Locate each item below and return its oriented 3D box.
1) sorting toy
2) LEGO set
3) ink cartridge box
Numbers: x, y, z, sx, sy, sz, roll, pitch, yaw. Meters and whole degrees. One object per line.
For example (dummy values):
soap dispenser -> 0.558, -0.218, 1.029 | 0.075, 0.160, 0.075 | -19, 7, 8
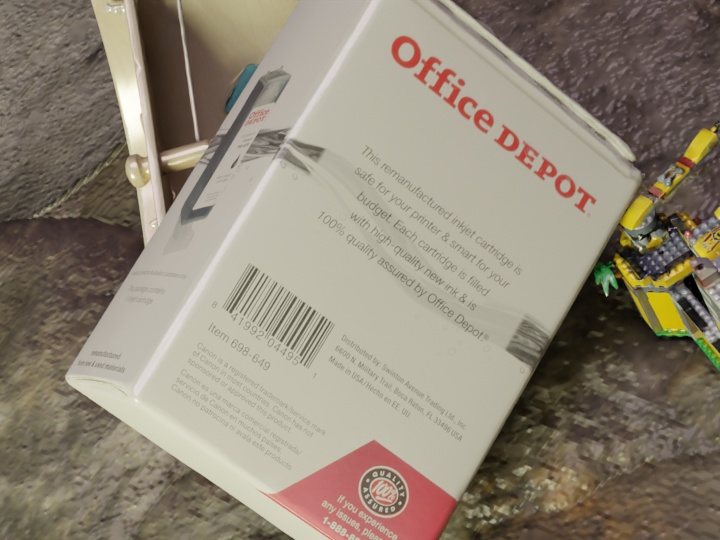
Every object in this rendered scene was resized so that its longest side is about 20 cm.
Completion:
sorting toy -> -0.015, -0.041, 1.059 | 0.180, 0.107, 0.200 | -11, 66, 1
LEGO set -> 0.185, -0.031, 0.918 | 0.200, 0.116, 0.154 | -27, 44, 6
ink cartridge box -> 0.000, 0.000, 0.946 | 0.200, 0.146, 0.085 | -58, 24, -12
